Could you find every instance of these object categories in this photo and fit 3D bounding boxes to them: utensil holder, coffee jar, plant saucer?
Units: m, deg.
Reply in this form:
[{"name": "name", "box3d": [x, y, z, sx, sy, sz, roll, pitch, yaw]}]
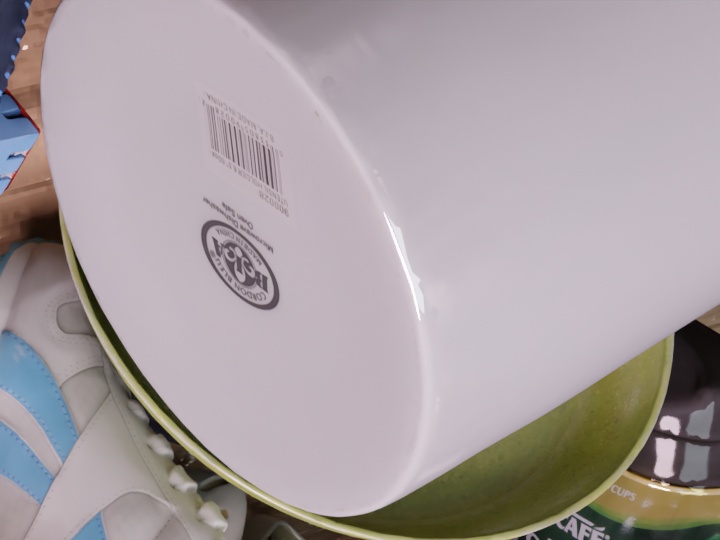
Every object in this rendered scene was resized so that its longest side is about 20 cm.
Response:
[{"name": "utensil holder", "box3d": [0.037, -0.047, 0.742, 0.200, 0.170, 0.171, -31, 129, -31]}, {"name": "coffee jar", "box3d": [0.092, 0.110, 0.987, 0.085, 0.104, 0.201, -5, 116, -38]}, {"name": "plant saucer", "box3d": [0.000, 0.000, 0.823, 0.199, 0.201, 0.031, -11, 154, -32]}]

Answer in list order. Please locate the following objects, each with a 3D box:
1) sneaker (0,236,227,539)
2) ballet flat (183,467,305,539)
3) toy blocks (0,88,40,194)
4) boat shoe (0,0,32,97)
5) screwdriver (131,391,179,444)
[{"name": "sneaker", "box3d": [-0.081, 0.075, 0.787, 0.080, 0.201, 0.077, 1, 139, -7]}, {"name": "ballet flat", "box3d": [-0.051, 0.106, 0.916, 0.200, 0.067, 0.067, 42, 65, -45]}, {"name": "toy blocks", "box3d": [-0.172, 0.006, 0.734, 0.136, 0.100, 0.200, -15, 148, -51]}, {"name": "boat shoe", "box3d": [-0.086, -0.125, 0.693, 0.068, 0.084, 0.201, 25, 67, -45]}, {"name": "screwdriver", "box3d": [-0.024, 0.061, 0.930, 0.200, 0.028, 0.029, 27, 68, -45]}]
